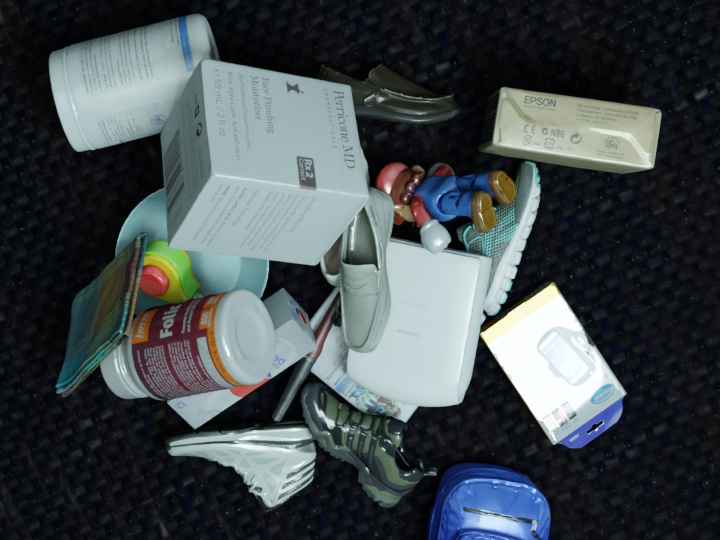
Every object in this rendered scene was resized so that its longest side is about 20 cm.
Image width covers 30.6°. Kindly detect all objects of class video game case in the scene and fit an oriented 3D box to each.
[{"bbox_3d":[0.034,0.083,1.718,0.182,0.022,0.201,38,93,-3],"label":"video game case"}]

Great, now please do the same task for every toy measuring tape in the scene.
[{"bbox_3d":[-0.213,0.010,1.636,0.197,0.074,0.075,21,95,9],"label":"toy measuring tape"}]

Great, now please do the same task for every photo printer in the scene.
[{"bbox_3d":[0.070,0.067,1.655,0.164,0.069,0.203,12,95,16],"label":"photo printer"}]

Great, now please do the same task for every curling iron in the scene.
[{"bbox_3d":[-0.063,0.106,1.686,0.025,0.050,0.202,30,101,-9],"label":"curling iron"}]

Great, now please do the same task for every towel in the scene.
[{"bbox_3d":[-0.319,0.054,1.612,0.021,0.200,0.149,21,55,-25],"label":"towel"}]

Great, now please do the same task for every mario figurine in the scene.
[{"bbox_3d":[0.101,-0.080,1.642,0.198,0.122,0.108,7,101,43],"label":"mario figurine"}]

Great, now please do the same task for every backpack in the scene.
[{"bbox_3d":[0.167,0.355,1.674,0.160,0.168,0.203,11,91,-8],"label":"backpack"}]

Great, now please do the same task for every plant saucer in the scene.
[{"bbox_3d":[-0.216,-0.012,1.699,0.197,0.039,0.205,0,96,-1],"label":"plant saucer"}]

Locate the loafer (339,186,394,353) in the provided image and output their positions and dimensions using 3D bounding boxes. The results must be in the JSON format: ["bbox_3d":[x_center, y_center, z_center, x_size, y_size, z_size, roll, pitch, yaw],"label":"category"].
[{"bbox_3d":[0.000,0.000,1.603,0.069,0.069,0.204,3,92,30],"label":"loafer"}]

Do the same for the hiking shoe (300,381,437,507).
[{"bbox_3d":[0.010,0.206,1.692,0.100,0.076,0.200,-37,105,23],"label":"hiking shoe"}]

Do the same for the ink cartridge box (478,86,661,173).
[{"bbox_3d":[0.254,-0.171,1.623,0.196,0.165,0.076,8,93,-2],"label":"ink cartridge box"}]

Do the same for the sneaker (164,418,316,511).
[{"bbox_3d":[-0.154,0.257,1.705,0.197,0.076,0.117,-2,94,-3],"label":"sneaker"}]

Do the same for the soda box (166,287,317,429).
[{"bbox_3d":[-0.155,0.113,1.675,0.199,0.069,0.064,-34,128,9],"label":"soda box"}]

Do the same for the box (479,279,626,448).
[{"bbox_3d":[0.255,0.129,1.715,0.118,0.041,0.201,-34,97,2],"label":"box"}]

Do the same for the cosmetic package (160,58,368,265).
[{"bbox_3d":[-0.119,-0.124,1.568,0.197,0.165,0.167,5,59,-26],"label":"cosmetic package"}]

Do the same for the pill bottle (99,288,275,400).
[{"bbox_3d":[-0.212,0.094,1.596,0.197,0.114,0.116,-12,96,28],"label":"pill bottle"}]

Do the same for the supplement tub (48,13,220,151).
[{"bbox_3d":[-0.272,-0.233,1.632,0.197,0.132,0.134,-13,95,1],"label":"supplement tub"}]

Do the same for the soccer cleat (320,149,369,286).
[{"bbox_3d":[-0.024,-0.082,1.665,0.068,0.078,0.204,-2,88,9],"label":"soccer cleat"}]

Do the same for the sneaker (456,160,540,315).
[{"bbox_3d":[0.169,-0.049,1.682,0.090,0.078,0.203,20,93,2],"label":"sneaker"}]

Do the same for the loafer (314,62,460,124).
[{"bbox_3d":[0.030,-0.225,1.662,0.196,0.073,0.073,5,97,-1],"label":"loafer"}]
